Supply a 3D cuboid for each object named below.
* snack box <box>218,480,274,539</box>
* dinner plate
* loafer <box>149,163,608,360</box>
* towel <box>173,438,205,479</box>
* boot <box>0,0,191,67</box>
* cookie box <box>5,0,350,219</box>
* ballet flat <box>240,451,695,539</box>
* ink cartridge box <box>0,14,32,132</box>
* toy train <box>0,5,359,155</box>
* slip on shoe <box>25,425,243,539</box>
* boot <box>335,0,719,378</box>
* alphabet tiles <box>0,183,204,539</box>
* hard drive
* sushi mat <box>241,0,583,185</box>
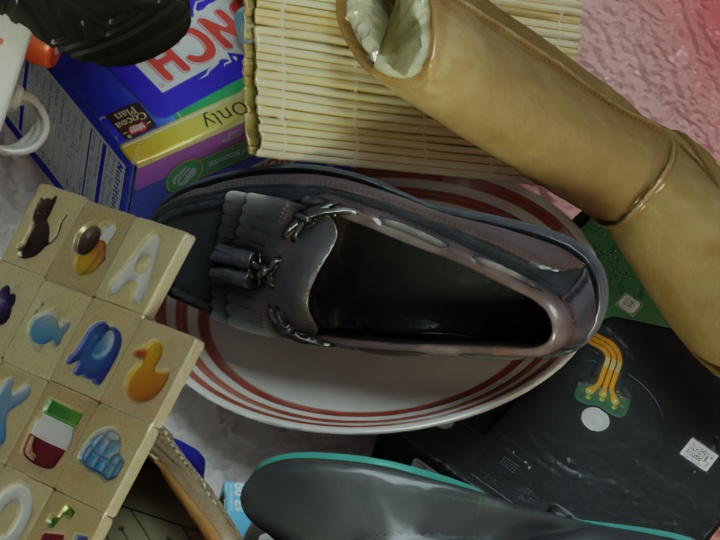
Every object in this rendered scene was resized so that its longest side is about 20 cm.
[{"bbox_3d":[0.000,0.178,1.031,0.116,0.037,0.200,6,50,-11],"label":"snack box"},{"bbox_3d":[0.006,0.014,1.149,0.200,0.024,0.200,-4,34,3],"label":"dinner plate"},{"bbox_3d":[0.000,0.000,1.079,0.199,0.072,0.063,9,14,13],"label":"loafer"},{"bbox_3d":[-0.145,0.141,0.968,0.147,0.050,0.200,-8,45,21],"label":"towel"},{"bbox_3d":[-0.143,-0.190,1.042,0.079,0.211,0.158,-18,58,20],"label":"boot"},{"bbox_3d":[-0.089,-0.119,1.218,0.171,0.075,0.200,-25,59,-27],"label":"cookie box"},{"bbox_3d":[0.049,0.122,1.023,0.199,0.073,0.073,14,48,-13],"label":"ballet flat"},{"bbox_3d":[-0.228,-0.040,1.022,0.145,0.084,0.200,33,66,-44],"label":"ink cartridge box"},{"bbox_3d":[-0.095,-0.130,1.141,0.200,0.056,0.150,-22,58,-23],"label":"toy train"},{"bbox_3d":[-0.097,0.077,0.945,0.076,0.061,0.200,-26,51,-18],"label":"slip on shoe"},{"bbox_3d":[0.090,-0.044,1.109,0.200,0.066,0.175,31,15,-35],"label":"boot"},{"bbox_3d":[-0.133,0.066,0.938,0.006,0.166,0.200,33,80,-38],"label":"alphabet tiles"},{"bbox_3d":[0.114,0.058,1.167,0.140,0.038,0.200,34,50,12],"label":"hard drive"},{"bbox_3d":[0.027,-0.090,1.159,0.200,0.012,0.096,4,85,-43],"label":"sushi mat"}]
